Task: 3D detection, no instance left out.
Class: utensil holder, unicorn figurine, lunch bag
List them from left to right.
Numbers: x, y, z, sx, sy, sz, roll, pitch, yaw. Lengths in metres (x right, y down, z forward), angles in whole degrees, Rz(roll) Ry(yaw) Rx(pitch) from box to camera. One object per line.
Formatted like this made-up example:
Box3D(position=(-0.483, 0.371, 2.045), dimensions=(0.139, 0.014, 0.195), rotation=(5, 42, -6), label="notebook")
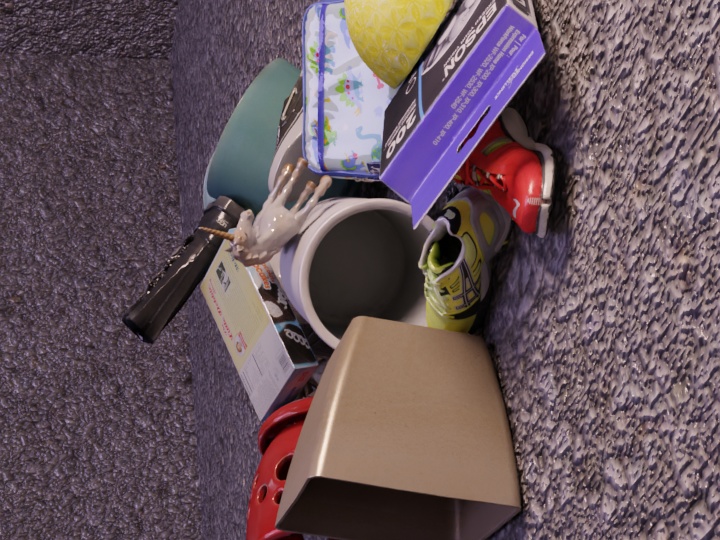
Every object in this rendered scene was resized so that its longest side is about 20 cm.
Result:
Box3D(position=(-0.093, -0.056, 1.527), dimensions=(0.138, 0.074, 0.200), rotation=(-56, -9, -10), label="unicorn figurine")
Box3D(position=(0.000, 0.000, 1.552), dimensions=(0.200, 0.168, 0.172), rotation=(-151, 62, -77), label="utensil holder")
Box3D(position=(0.010, -0.198, 1.534), dimensions=(0.160, 0.082, 0.202), rotation=(6, 98, 34), label="lunch bag")

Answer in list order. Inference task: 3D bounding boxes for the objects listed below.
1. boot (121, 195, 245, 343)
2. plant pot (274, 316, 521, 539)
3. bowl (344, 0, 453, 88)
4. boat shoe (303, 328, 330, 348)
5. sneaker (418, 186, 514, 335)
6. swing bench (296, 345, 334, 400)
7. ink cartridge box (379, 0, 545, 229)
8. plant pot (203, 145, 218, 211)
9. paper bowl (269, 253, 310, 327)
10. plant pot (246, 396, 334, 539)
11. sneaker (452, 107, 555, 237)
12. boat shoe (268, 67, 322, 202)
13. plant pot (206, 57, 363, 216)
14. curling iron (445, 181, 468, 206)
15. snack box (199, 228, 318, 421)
Box3D(position=(-0.223, 0.008, 1.795), dimensions=(0.201, 0.065, 0.165), rotation=(-57, -1, -12), label="boot")
Box3D(position=(0.039, 0.158, 1.375), dimensions=(0.200, 0.198, 0.178), rotation=(119, 160, -63), label="plant pot")
Box3D(position=(0.038, -0.289, 1.359), dimensions=(0.201, 0.107, 0.200), rotation=(-60, 6, 11), label="bowl")
Box3D(position=(-0.071, 0.059, 1.950), dimensions=(0.201, 0.072, 0.066), rotation=(54, -176, 8), label="boat shoe")
Box3D(position=(0.085, -0.002, 1.352), dimensions=(0.075, 0.076, 0.201), rotation=(45, 142, 33), label="sneaker")
Box3D(position=(-0.055, 0.208, 1.842), dimensions=(0.199, 0.129, 0.202), rotation=(141, 129, -72), label="swing bench")
Box3D(position=(0.084, -0.164, 1.241), dimensions=(0.199, 0.043, 0.201), rotation=(-54, 18, 27), label="ink cartridge box")
Box3D(position=(-0.101, -0.106, 1.972), dimensions=(0.134, 0.199, 0.202), rotation=(18, 109, 47), label="plant pot")
Box3D(position=(-0.080, 0.011, 1.805), dimensions=(0.201, 0.199, 0.105), rotation=(-161, 72, -75), label="paper bowl")
Box3D(position=(-0.032, 0.252, 1.616), dimensions=(0.201, 0.199, 0.184), rotation=(110, 161, -54), label="plant pot")
Box3D(position=(0.116, -0.085, 1.244), dimensions=(0.200, 0.084, 0.078), rotation=(-116, 28, -63), label="sneaker")
Box3D(position=(-0.058, -0.177, 1.646), dimensions=(0.064, 0.070, 0.201), rotation=(34, 99, 46), label="boat shoe")
Box3D(position=(-0.077, -0.144, 1.795), dimensions=(0.201, 0.160, 0.201), rotation=(-59, -8, -14), label="plant pot")
Box3D(position=(0.101, 0.007, 1.439), dimensions=(0.050, 0.025, 0.202), rotation=(-60, -31, -75), label="curling iron")
Box3D(position=(-0.123, 0.062, 1.665), dimensions=(0.201, 0.037, 0.116), rotation=(63, 142, 25), label="snack box")
